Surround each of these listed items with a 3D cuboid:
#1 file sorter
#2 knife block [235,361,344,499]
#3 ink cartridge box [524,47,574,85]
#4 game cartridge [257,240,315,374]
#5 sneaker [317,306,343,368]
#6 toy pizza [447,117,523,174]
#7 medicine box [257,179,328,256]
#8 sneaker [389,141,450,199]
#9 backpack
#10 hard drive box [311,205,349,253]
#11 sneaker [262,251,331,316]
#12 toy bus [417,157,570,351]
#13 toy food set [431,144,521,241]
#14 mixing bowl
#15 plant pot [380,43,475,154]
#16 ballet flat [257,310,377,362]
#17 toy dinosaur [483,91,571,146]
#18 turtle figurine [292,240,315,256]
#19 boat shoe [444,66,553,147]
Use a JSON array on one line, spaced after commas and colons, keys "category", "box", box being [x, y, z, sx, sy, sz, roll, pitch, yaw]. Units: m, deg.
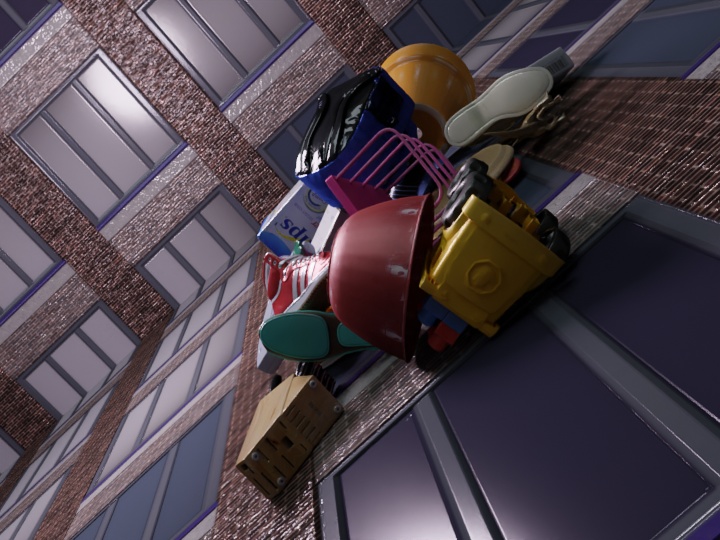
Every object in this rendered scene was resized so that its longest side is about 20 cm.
[{"category": "file sorter", "box": [0.072, -0.105, 1.200, 0.125, 0.140, 0.199, -42, -16, 18]}, {"category": "knife block", "box": [-0.105, 0.199, 1.131, 0.201, 0.064, 0.175, -50, 14, -26]}, {"category": "ink cartridge box", "box": [0.287, -0.310, 1.566, 0.159, 0.048, 0.200, -34, -9, -16]}, {"category": "game cartridge", "box": [-0.118, 0.061, 1.339, 0.202, 0.041, 0.134, -86, 20, -52]}, {"category": "sneaker", "box": [-0.021, 0.075, 1.244, 0.199, 0.077, 0.073, -36, 13, 26]}, {"category": "toy pizza", "box": [0.216, -0.215, 1.528, 0.199, 0.032, 0.200, -37, 9, 7]}, {"category": "medicine box", "box": [-0.064, -0.088, 1.622, 0.200, 0.182, 0.103, -46, 12, 14]}, {"category": "sneaker", "box": [0.078, -0.128, 1.473, 0.070, 0.078, 0.201, -2, -48, -52]}, {"category": "backpack", "box": [0.000, -0.198, 1.375, 0.161, 0.167, 0.202, -21, 37, 49]}, {"category": "hard drive box", "box": [-0.053, -0.005, 1.443, 0.156, 0.076, 0.203, -125, 59, -77]}, {"category": "sneaker", "box": [-0.068, -0.006, 1.171, 0.070, 0.114, 0.200, 7, -42, -45]}, {"category": "toy bus", "box": [0.129, -0.008, 0.976, 0.193, 0.134, 0.200, -56, 6, 19]}, {"category": "toy food set", "box": [0.173, -0.127, 1.356, 0.197, 0.049, 0.201, -38, 13, 25]}, {"category": "mixing bowl", "box": [0.022, 0.001, 1.023, 0.200, 0.106, 0.205, 9, -90, -80]}, {"category": "plant pot", "box": [0.109, -0.284, 1.551, 0.199, 0.200, 0.184, -36, 21, 28]}, {"category": "ballet flat", "box": [-0.036, 0.085, 1.142, 0.196, 0.069, 0.070, -5, -3, 4]}, {"category": "toy dinosaur", "box": [0.274, -0.227, 1.339, 0.101, 0.059, 0.199, -38, -7, 32]}, {"category": "turtle figurine", "box": [0.000, 0.000, 1.299, 0.150, 0.196, 0.102, -124, 38, -51]}, {"category": "boat shoe", "box": [0.234, -0.271, 1.423, 0.200, 0.073, 0.060, -30, -10, 23]}]
